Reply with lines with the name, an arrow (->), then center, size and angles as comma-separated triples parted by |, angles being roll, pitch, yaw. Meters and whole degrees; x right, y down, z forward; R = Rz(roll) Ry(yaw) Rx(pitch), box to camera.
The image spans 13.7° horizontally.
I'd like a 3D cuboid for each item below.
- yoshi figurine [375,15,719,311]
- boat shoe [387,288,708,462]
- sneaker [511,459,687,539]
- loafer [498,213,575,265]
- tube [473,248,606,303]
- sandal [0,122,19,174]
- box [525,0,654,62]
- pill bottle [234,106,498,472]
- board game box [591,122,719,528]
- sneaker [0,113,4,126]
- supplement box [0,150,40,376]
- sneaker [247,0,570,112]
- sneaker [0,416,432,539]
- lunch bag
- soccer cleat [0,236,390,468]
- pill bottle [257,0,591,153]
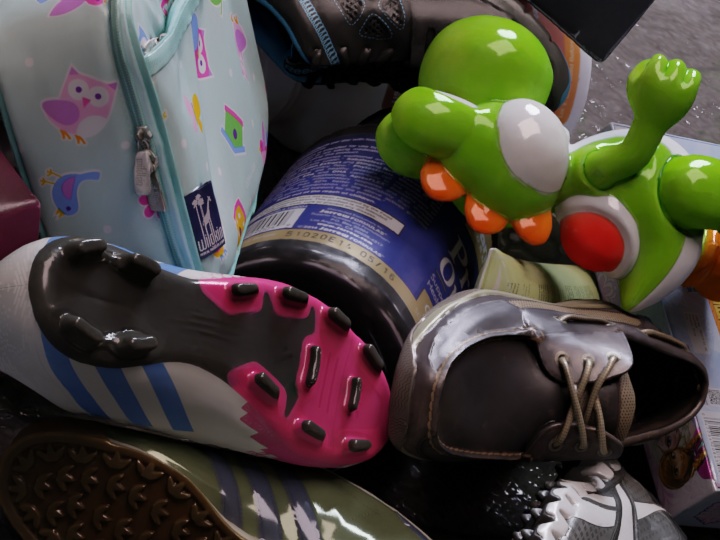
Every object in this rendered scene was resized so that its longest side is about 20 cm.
yoshi figurine -> 0.104, -0.060, 1.372 | 0.199, 0.113, 0.112 | 18, 18, -19
boat shoe -> 0.087, 0.046, 1.304 | 0.073, 0.075, 0.200 | 10, 12, 34
sneaker -> 0.105, 0.133, 1.295 | 0.090, 0.067, 0.200 | 37, 18, 5
loafer -> 0.137, -0.013, 1.553 | 0.200, 0.070, 0.070 | 36, 37, -4
tube -> 0.077, 0.023, 1.406 | 0.058, 0.052, 0.200 | 68, 18, 5
sandal -> -0.184, -0.045, 1.371 | 0.079, 0.059, 0.207 | 29, 52, 18
box -> 0.060, -0.235, 1.490 | 0.198, 0.123, 0.200 | 36, 12, -29
pill bottle -> 0.000, 0.000, 1.385 | 0.112, 0.112, 0.200 | 29, 32, 3
board game box -> 0.208, 0.035, 1.483 | 0.199, 0.041, 0.201 | 9, 56, -37
sneaker -> -0.178, -0.131, 1.282 | 0.078, 0.200, 0.082 | -29, 44, -3
supplement box -> -0.238, -0.038, 1.241 | 0.130, 0.104, 0.200 | -18, 51, -31
sneaker -> 0.003, -0.112, 1.446 | 0.199, 0.073, 0.082 | 24, 61, 4
sneaker -> -0.050, 0.109, 1.243 | 0.199, 0.067, 0.090 | 23, 18, -1
lunch bag -> -0.094, -0.083, 1.283 | 0.077, 0.161, 0.200 | -7, 26, 10
soccer cleat -> -0.076, 0.034, 1.219 | 0.200, 0.086, 0.070 | 24, 62, -38
pill bottle -> 0.013, -0.113, 1.562 | 0.199, 0.112, 0.112 | 3, 38, -35
